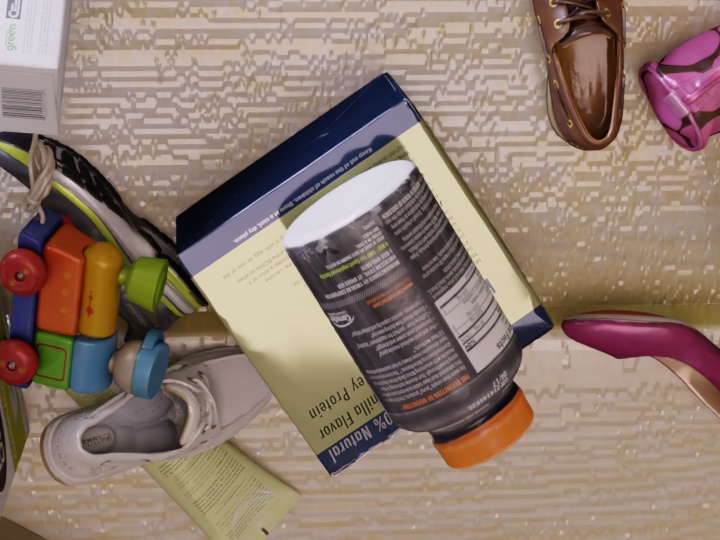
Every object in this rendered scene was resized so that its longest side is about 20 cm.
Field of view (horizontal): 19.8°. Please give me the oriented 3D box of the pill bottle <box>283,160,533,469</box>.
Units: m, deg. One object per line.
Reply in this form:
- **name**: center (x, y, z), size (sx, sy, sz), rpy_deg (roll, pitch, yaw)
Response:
- **pill bottle**: center (0.040, 0.035, 1.391), size (0.106, 0.106, 0.201), rpy_deg (-31, 104, 3)

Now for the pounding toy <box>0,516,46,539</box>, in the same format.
- **pounding toy**: center (-0.304, 0.293, 1.546), size (0.199, 0.142, 0.185), rpy_deg (29, 99, -12)

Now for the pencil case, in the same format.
- **pencil case**: center (0.306, -0.163, 1.512), size (0.199, 0.094, 0.091), rpy_deg (-30, 102, 3)

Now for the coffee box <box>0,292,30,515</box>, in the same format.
- **coffee box**: center (-0.358, 0.073, 1.453), size (0.199, 0.198, 0.201), rpy_deg (-10, 105, 1)

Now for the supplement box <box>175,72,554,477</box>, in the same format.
- **supplement box**: center (0.000, 0.000, 1.504), size (0.199, 0.134, 0.200), rpy_deg (-34, 104, 4)

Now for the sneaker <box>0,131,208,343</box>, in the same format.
- **sneaker**: center (-0.205, -0.022, 1.515), size (0.081, 0.074, 0.200), rpy_deg (-44, 102, 9)

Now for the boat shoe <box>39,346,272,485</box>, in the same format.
- **boat shoe**: center (-0.135, 0.106, 1.510), size (0.199, 0.069, 0.071), rpy_deg (-23, 92, -34)

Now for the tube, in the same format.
- **tube**: center (-0.140, 0.138, 1.572), size (0.200, 0.052, 0.058), rpy_deg (44, 118, -15)

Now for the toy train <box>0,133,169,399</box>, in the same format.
- **toy train**: center (-0.186, -0.006, 1.439), size (0.115, 0.085, 0.201), rpy_deg (13, 115, 6)

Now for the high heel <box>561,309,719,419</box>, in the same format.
- **high heel**: center (0.244, 0.085, 1.579), size (0.199, 0.067, 0.097), rpy_deg (9, 93, -11)

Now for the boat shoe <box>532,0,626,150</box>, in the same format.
- **boat shoe**: center (0.164, -0.185, 1.507), size (0.072, 0.068, 0.201), rpy_deg (-9, 104, -3)

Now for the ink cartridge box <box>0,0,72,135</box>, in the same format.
- **ink cartridge box**: center (-0.283, -0.204, 1.400), size (0.174, 0.084, 0.201), rpy_deg (5, 62, -6)
